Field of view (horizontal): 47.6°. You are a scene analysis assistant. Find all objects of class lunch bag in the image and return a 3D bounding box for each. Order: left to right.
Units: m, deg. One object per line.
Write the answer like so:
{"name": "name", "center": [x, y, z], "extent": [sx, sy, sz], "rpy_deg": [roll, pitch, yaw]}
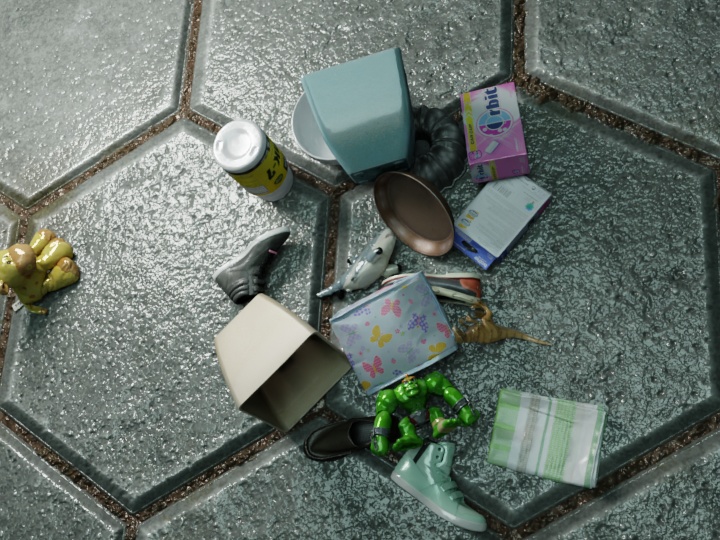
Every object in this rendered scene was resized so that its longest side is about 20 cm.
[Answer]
{"name": "lunch bag", "center": [0.069, 0.116, 1.554], "extent": [0.199, 0.127, 0.170], "rpy_deg": [-29, 92, 14]}

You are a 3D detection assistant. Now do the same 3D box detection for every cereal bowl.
{"name": "cereal bowl", "center": [-0.043, -0.314, 1.750], "extent": [0.199, 0.083, 0.201], "rpy_deg": [-4, 74, 13]}

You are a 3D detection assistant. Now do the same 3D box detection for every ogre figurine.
{"name": "ogre figurine", "center": [0.103, 0.257, 1.497], "extent": [0.199, 0.098, 0.120], "rpy_deg": [-30, 57, 12]}

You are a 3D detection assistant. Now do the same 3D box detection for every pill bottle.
{"name": "pill bottle", "center": [-0.218, -0.224, 1.710], "extent": [0.114, 0.200, 0.115], "rpy_deg": [-4, 74, 15]}

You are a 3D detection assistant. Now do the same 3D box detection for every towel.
{"name": "towel", "center": [0.341, 0.304, 1.496], "extent": [0.199, 0.031, 0.150], "rpy_deg": [10, 76, 18]}

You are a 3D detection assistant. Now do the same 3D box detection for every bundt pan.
{"name": "bundt pan", "center": [0.125, -0.256, 1.693], "extent": [0.201, 0.076, 0.203], "rpy_deg": [-4, 73, 14]}

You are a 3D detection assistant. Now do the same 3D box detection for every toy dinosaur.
{"name": "toy dinosaur", "center": [0.250, 0.115, 1.555], "extent": [0.199, 0.061, 0.107], "rpy_deg": [0, 52, -23]}

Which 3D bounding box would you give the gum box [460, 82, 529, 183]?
{"name": "gum box", "center": [0.269, -0.283, 1.644], "extent": [0.113, 0.066, 0.201], "rpy_deg": [-9, 58, 12]}

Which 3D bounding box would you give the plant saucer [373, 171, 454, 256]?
{"name": "plant saucer", "center": [0.111, -0.118, 1.606], "extent": [0.200, 0.201, 0.034], "rpy_deg": [35, 60, 21]}

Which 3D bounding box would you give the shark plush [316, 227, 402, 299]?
{"name": "shark plush", "center": [0.000, 0.000, 1.679], "extent": [0.200, 0.091, 0.083], "rpy_deg": [-46, 46, 21]}

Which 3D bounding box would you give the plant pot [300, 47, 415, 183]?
{"name": "plant pot", "center": [0.015, -0.285, 1.588], "extent": [0.195, 0.196, 0.201], "rpy_deg": [-16, 84, 6]}

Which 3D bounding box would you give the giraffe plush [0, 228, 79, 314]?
{"name": "giraffe plush", "center": [-0.755, -0.007, 1.814], "extent": [0.172, 0.162, 0.200], "rpy_deg": [32, 84, 21]}

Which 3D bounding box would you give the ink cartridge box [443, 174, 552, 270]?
{"name": "ink cartridge box", "center": [0.273, -0.104, 1.627], "extent": [0.119, 0.042, 0.200], "rpy_deg": [39, 84, 23]}

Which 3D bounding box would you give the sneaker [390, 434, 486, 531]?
{"name": "sneaker", "center": [0.163, 0.384, 1.495], "extent": [0.200, 0.074, 0.119], "rpy_deg": [30, 90, 23]}

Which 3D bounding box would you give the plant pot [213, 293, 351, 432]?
{"name": "plant pot", "center": [-0.166, 0.165, 1.597], "extent": [0.200, 0.200, 0.177], "rpy_deg": [-44, 57, 0]}

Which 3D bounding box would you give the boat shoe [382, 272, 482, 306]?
{"name": "boat shoe", "center": [0.140, 0.042, 1.608], "extent": [0.199, 0.071, 0.063], "rpy_deg": [-1, 77, 11]}

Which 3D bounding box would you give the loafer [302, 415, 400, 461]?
{"name": "loafer", "center": [-0.023, 0.315, 1.570], "extent": [0.199, 0.071, 0.073], "rpy_deg": [-19, 70, 9]}

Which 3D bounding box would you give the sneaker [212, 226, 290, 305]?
{"name": "sneaker", "center": [-0.210, -0.003, 1.718], "extent": [0.200, 0.071, 0.099], "rpy_deg": [-37, 70, 9]}
